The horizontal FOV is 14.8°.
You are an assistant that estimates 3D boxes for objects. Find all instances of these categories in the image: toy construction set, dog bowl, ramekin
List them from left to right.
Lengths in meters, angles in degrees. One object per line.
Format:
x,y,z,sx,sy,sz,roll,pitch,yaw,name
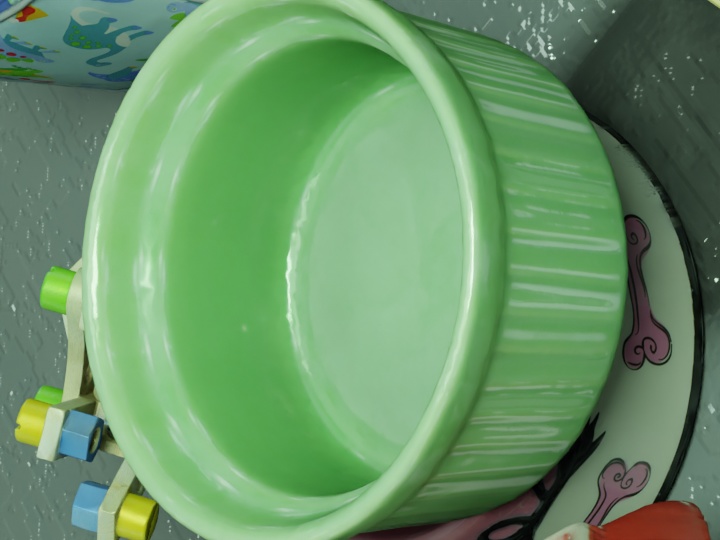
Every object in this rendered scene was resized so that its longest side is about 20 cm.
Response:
-0.084,0.021,1.149,0.200,0.092,0.131,-91,11,-73,toy construction set
0.000,0.000,0.986,0.200,0.098,0.201,-5,83,45,ramekin
0.033,0.029,1.072,0.200,0.074,0.201,-3,85,46,dog bowl

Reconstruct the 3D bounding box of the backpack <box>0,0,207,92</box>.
-0.116,-0.153,1.157,0.200,0.183,0.147,-10,80,50,backpack

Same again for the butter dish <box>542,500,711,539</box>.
0.054,0.188,0.884,0.200,0.199,0.148,-32,98,9,butter dish

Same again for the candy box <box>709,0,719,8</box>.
0.191,-0.168,0.895,0.055,0.115,0.200,40,115,38,candy box
